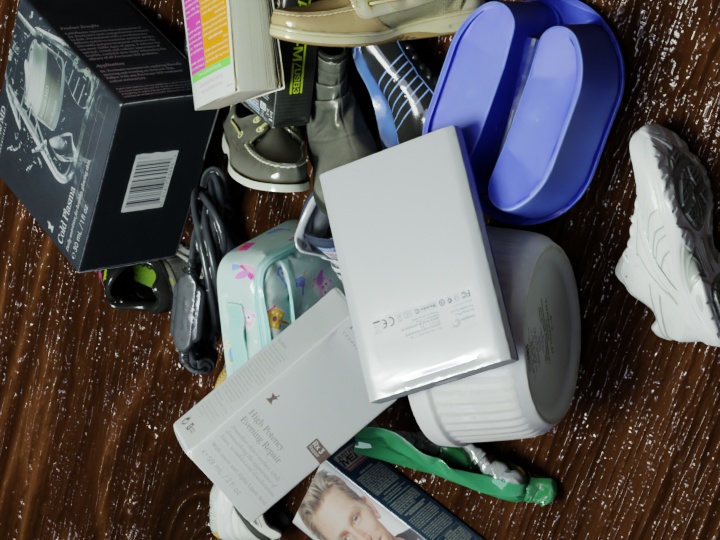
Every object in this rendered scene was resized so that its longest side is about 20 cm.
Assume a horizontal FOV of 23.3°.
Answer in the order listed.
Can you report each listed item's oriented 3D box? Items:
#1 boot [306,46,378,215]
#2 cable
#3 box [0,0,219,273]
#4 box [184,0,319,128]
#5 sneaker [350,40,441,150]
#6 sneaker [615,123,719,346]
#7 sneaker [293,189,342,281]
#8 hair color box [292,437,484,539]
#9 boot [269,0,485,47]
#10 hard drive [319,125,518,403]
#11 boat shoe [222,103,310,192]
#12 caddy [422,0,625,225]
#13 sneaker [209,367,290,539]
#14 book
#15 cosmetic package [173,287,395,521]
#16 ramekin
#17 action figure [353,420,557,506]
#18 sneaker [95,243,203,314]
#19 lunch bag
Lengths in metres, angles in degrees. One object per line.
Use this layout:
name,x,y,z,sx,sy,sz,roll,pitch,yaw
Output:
boot,-0.021,-0.137,1.559,0.200,0.067,0.131,-116,18,-59
cable,-0.142,-0.003,1.715,0.050,0.163,0.201,6,101,9
box,-0.256,-0.140,1.719,0.197,0.123,0.201,46,131,35
box,-0.099,-0.256,1.590,0.200,0.047,0.194,41,130,50
sneaker,0.047,-0.170,1.571,0.077,0.070,0.201,-12,102,23
sneaker,0.252,-0.024,1.482,0.099,0.078,0.201,-9,103,40
sneaker,0.000,0.000,1.641,0.070,0.108,0.201,-1,108,35
hair color box,0.036,0.271,1.761,0.200,0.060,0.100,37,125,17
boot,0.013,-0.273,1.479,0.073,0.199,0.157,-139,43,-64
hard drive,0.046,-0.004,1.448,0.131,0.025,0.201,-19,75,23
boat shoe,-0.089,-0.122,1.622,0.202,0.072,0.061,-126,42,-65
caddy,0.142,-0.137,1.486,0.141,0.105,0.201,26,104,27
sneaker,-0.111,0.193,1.834,0.087,0.076,0.201,5,115,15
book,-0.126,-0.251,1.549,0.133,0.048,0.202,-5,92,63
cosmetic package,-0.061,0.122,1.589,0.200,0.074,0.102,-41,116,-2
ramekin,0.121,0.056,1.532,0.104,0.200,0.202,0,110,25
action figure,0.093,0.182,1.671,0.199,0.118,0.055,21,81,5
sneaker,-0.252,-0.008,1.824,0.199,0.087,0.074,24,121,25
lunch bag,-0.066,0.063,1.680,0.077,0.160,0.201,4,111,33
